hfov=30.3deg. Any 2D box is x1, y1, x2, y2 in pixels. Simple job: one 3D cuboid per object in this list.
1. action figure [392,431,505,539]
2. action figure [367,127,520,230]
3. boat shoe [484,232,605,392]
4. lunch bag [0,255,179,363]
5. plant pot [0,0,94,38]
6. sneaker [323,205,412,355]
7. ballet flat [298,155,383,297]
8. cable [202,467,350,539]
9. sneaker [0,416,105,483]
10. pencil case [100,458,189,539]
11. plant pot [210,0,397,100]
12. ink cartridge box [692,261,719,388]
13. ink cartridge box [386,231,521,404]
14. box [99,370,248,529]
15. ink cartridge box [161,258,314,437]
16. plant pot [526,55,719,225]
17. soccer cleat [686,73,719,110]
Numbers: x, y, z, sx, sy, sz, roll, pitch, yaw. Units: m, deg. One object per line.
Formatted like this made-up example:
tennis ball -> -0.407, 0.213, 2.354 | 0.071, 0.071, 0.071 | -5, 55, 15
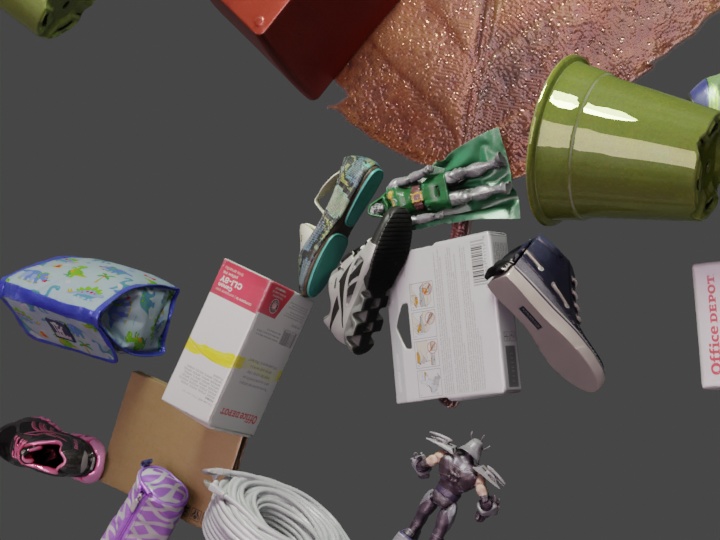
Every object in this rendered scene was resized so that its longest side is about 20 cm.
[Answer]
action figure -> 0.102, 0.291, 1.671 | 0.129, 0.069, 0.202 | 32, 94, 29
action figure -> 0.098, -0.100, 1.719 | 0.197, 0.055, 0.120 | -16, 82, 24
boat shoe -> 0.248, 0.047, 1.630 | 0.093, 0.074, 0.201 | -43, 98, -28
lunch bag -> -0.371, 0.049, 1.816 | 0.168, 0.200, 0.130 | 14, 89, 22
plant pot -> -0.485, -0.445, 1.936 | 0.190, 0.200, 0.200 | 45, 102, 6
sneaker -> 0.000, 0.000, 1.727 | 0.088, 0.074, 0.202 | 32, 108, 36
ballet flat -> -0.041, -0.062, 1.765 | 0.074, 0.074, 0.202 | 29, 87, 22
cable -> -0.103, 0.335, 1.677 | 0.200, 0.199, 0.070 | 42, 106, 38
sneaker -> -0.458, 0.253, 1.884 | 0.197, 0.095, 0.080 | 6, 89, 32
pencil case -> -0.307, 0.360, 1.805 | 0.084, 0.085, 0.202 | 35, 109, 18
plant pot -> -0.097, -0.379, 1.758 | 0.200, 0.176, 0.200 | 45, 101, 20
ink cartridge box -> 0.485, 0.059, 1.516 | 0.197, 0.083, 0.148 | -6, 83, 22
ink cartridge box -> 0.116, 0.065, 1.699 | 0.172, 0.043, 0.204 | -11, 80, 41
box -> -0.257, 0.249, 1.844 | 0.198, 0.021, 0.166 | 19, 92, 23
ink cartridge box -> -0.159, 0.104, 1.740 | 0.083, 0.145, 0.202 | 23, 87, 23
plant pot -> 0.316, -0.135, 1.531 | 0.188, 0.199, 0.203 | 13, 89, 30
soccer cleat -> 0.460, -0.146, 1.564 | 0.083, 0.065, 0.202 | -37, 72, 18
